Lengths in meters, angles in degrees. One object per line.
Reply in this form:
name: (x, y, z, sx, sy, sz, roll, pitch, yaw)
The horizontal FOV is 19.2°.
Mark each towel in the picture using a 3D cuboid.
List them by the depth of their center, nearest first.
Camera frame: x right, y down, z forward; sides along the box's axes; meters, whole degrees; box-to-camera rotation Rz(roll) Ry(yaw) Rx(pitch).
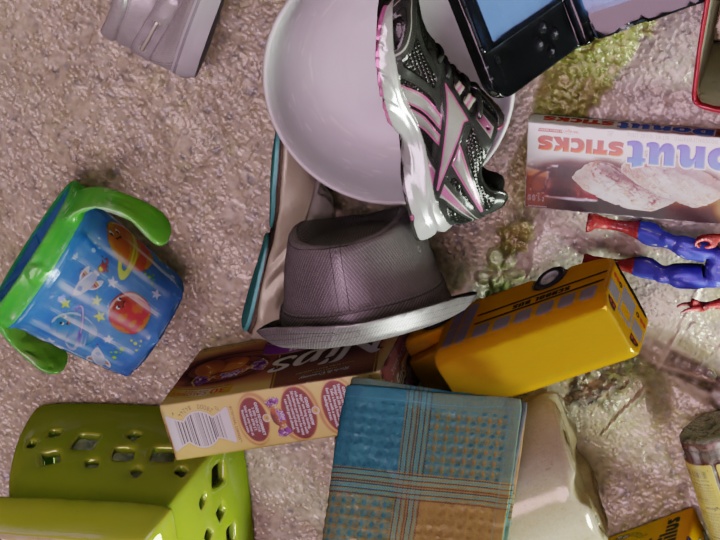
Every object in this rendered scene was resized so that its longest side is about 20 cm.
towel: (0.045, 0.190, 1.653, 0.145, 0.022, 0.202, 8, 79, 5)

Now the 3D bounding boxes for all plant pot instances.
plant pot: (0.099, 0.191, 1.742, 0.182, 0.201, 0.202, -20, 107, 11)
plant pot: (-0.213, 0.245, 1.841, 0.198, 0.182, 0.201, 2, 114, 15)

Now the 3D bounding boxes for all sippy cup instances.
sippy cup: (-0.223, 0.016, 1.781, 0.130, 0.178, 0.140, 34, 73, -13)

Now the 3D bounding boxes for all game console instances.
game console: (0.148, -0.255, 1.571, 0.116, 0.176, 0.202, -5, 114, 47)

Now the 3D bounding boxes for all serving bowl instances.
serving bowl: (0.025, -0.157, 1.665, 0.198, 0.066, 0.202, 3, 113, 7)

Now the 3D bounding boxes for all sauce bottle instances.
sauce bottle: (0.317, 0.214, 1.751, 0.064, 0.065, 0.202, -12, 109, 19)

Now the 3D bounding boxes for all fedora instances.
fedora: (0.000, 0.000, 1.682, 0.175, 0.200, 0.091, -7, 97, 19)

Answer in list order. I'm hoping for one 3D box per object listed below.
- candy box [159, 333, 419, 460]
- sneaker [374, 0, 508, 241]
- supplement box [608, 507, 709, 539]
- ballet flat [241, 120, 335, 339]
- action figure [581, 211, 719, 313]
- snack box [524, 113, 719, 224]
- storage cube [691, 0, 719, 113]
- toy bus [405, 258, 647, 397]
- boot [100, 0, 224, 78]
candy box: (-0.054, 0.097, 1.770, 0.198, 0.117, 0.057, -11, 109, 20)
sneaker: (0.063, -0.125, 1.604, 0.085, 0.081, 0.201, -11, 122, 6)
supplement box: (0.270, 0.322, 1.783, 0.109, 0.109, 0.201, -24, 105, 23)
ballet flat: (-0.053, -0.032, 1.749, 0.069, 0.070, 0.202, 16, 119, 8)
action figure: (0.274, -0.003, 1.681, 0.198, 0.052, 0.066, 8, 109, 9)
snack box: (0.229, -0.078, 1.671, 0.198, 0.024, 0.073, 6, 112, 13)
storage cube: (0.335, -0.210, 1.501, 0.169, 0.180, 0.202, 10, 116, 10)
toy bus: (0.128, 0.056, 1.702, 0.199, 0.079, 0.065, -21, 115, 29)
boot: (-0.143, -0.251, 1.668, 0.095, 0.074, 0.201, 22, 117, -3)
